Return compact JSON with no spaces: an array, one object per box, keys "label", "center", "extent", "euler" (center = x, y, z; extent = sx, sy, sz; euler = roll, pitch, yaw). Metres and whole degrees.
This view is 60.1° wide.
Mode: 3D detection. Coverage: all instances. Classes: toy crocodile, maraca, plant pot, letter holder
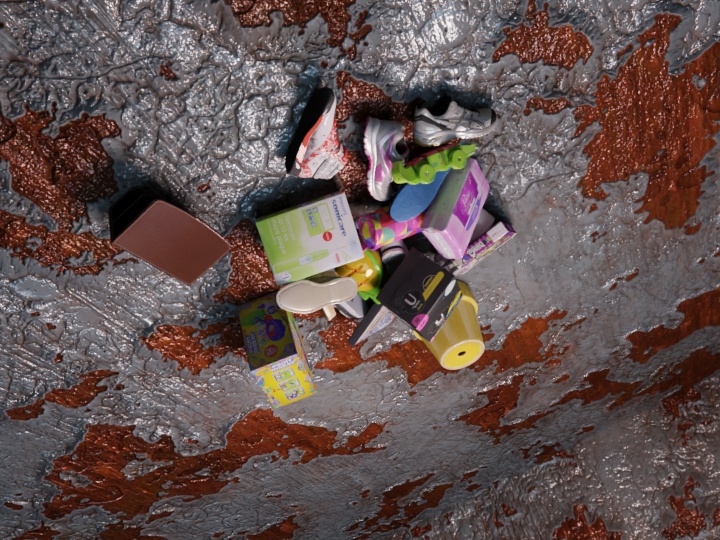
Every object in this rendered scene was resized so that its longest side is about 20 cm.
[{"label":"toy crocodile","center":[0.149,-0.221,1.262],"extent":[0.199,0.067,0.062],"euler":[-26,106,-19]},{"label":"maraca","center":[0.000,0.000,1.481],"extent":[0.107,0.136,0.201],"euler":[-44,132,-28]},{"label":"plant pot","center":[0.247,0.161,1.723],"extent":[0.198,0.190,0.202],"euler":[-12,140,-11]},{"label":"letter holder","center":[-0.375,-0.085,1.248],"extent":[0.142,0.101,0.200],"euler":[-38,137,15]}]

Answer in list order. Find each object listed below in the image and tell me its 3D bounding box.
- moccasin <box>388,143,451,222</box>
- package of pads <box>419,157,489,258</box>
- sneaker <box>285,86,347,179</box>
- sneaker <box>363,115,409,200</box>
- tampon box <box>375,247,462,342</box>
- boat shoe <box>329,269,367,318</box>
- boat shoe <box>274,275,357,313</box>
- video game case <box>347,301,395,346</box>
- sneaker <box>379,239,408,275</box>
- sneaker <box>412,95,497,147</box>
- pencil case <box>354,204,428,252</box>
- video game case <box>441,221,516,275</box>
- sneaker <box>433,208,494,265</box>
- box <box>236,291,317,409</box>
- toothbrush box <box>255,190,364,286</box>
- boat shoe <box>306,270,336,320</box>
[{"label":"moccasin","center":[0.134,-0.185,1.347],"extent":[0.080,0.068,0.200],"euler":[44,88,-19]},{"label":"package of pads","center":[0.212,-0.140,1.388],"extent":[0.121,0.075,0.202],"euler":[46,62,-47]},{"label":"sneaker","center":[-0.065,-0.263,1.219],"extent":[0.107,0.068,0.202],"euler":[6,136,-30]},{"label":"sneaker","center":[0.058,-0.224,1.285],"extent":[0.087,0.082,0.201],"euler":[2,140,9]},{"label":"tampon box","center":[0.146,0.063,1.486],"extent":[0.151,0.126,0.200],"euler":[-54,159,-3]},{"label":"boat shoe","center":[-0.064,0.053,1.558],"extent":[0.068,0.074,0.199],"euler":[-15,138,38]},{"label":"boat shoe","center":[-0.103,0.048,1.367],"extent":[0.198,0.059,0.073],"euler":[-11,101,-32]},{"label":"video game case","center":[0.068,0.102,1.637],"extent":[0.180,0.025,0.201],"euler":[-24,153,-52]},{"label":"sneaker","center":[0.087,-0.046,1.521],"extent":[0.076,0.081,0.200],"euler":[-18,160,3]},{"label":"sneaker","center":[0.198,-0.316,1.274],"extent":[0.198,0.076,0.089],"euler":[-18,119,-21]},{"label":"pencil case","center":[0.085,-0.110,1.402],"extent":[0.198,0.089,0.089],"euler":[-21,143,-27]},{"label":"video game case","center":[0.300,-0.053,1.557],"extent":[0.181,0.036,0.200],"euler":[-39,169,16]},{"label":"sneaker","center":[0.238,-0.094,1.553],"extent":[0.084,0.073,0.200],"euler":[39,125,-9]},{"label":"box","center":[-0.208,0.198,1.550],"extent":[0.121,0.201,0.193],"euler":[-20,141,-2]},{"label":"toothbrush box","center":[-0.110,-0.071,1.342],"extent":[0.198,0.086,0.147],"euler":[-18,102,-6]},{"label":"boat shoe","center":[-0.088,0.016,1.447],"extent":[0.069,0.074,0.202],"euler":[-23,102,-16]}]
